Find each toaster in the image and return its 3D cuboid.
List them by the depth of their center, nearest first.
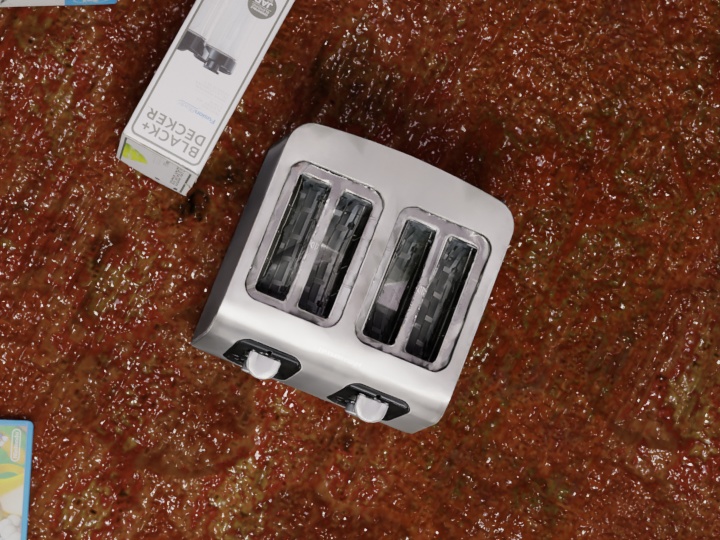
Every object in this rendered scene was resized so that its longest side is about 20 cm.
[{"bbox_3d":[0.000,0.000,1.269,0.181,0.119,0.200,23,82,-8],"label":"toaster"}]

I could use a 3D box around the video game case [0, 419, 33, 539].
[{"bbox_3d":[-0.327,0.163,1.217,0.200,0.018,0.143,3,57,-10],"label":"video game case"}]

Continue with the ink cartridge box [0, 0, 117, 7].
[{"bbox_3d":[-0.269,-0.224,1.240,0.200,0.116,0.068,-3,86,-9],"label":"ink cartridge box"}]

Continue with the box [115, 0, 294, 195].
[{"bbox_3d":[-0.098,-0.158,1.265,0.060,0.117,0.200,28,82,-7],"label":"box"}]
